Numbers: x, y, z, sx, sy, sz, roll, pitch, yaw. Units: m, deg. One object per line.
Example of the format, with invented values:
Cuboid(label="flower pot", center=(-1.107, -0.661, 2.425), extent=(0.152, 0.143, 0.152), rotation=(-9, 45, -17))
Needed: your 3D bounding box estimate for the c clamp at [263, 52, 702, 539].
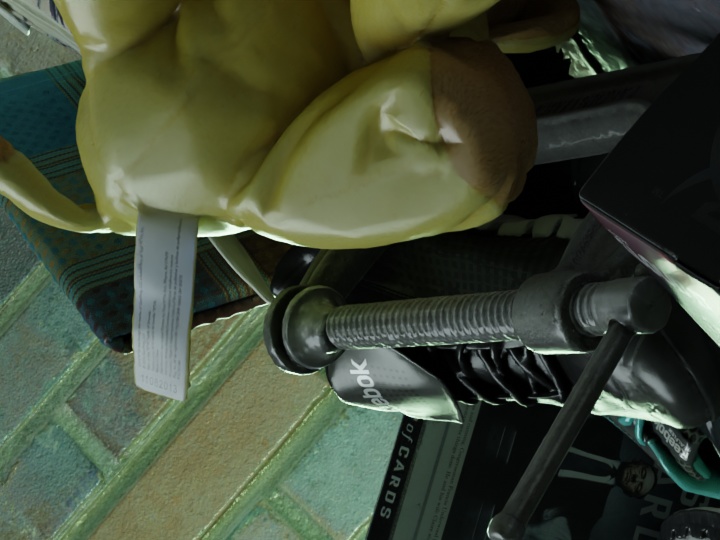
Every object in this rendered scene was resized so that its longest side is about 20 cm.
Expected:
Cuboid(label="c clamp", center=(0.033, -0.004, 0.613), extent=(0.027, 0.171, 0.200), rotation=(47, 159, -21))

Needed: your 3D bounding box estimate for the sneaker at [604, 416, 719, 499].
Cuboid(label="sneaker", center=(0.123, 0.040, 0.843), extent=(0.199, 0.078, 0.091), rotation=(26, -155, 1))

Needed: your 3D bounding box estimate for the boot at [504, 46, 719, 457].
Cuboid(label="boot", center=(0.099, -0.008, 0.782), extent=(0.200, 0.076, 0.168), rotation=(51, 171, -30))

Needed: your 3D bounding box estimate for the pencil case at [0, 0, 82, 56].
Cuboid(label="pencil case", center=(-0.101, -0.117, 0.916), extent=(0.078, 0.089, 0.200), rotation=(52, 170, -36))

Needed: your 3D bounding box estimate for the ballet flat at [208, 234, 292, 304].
Cuboid(label="ballet flat", center=(0.000, 0.000, 0.818), extent=(0.200, 0.062, 0.067), rotation=(39, -170, 9))

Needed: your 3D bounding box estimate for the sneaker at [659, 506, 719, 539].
Cuboid(label="sneaker", center=(0.206, 0.132, 0.903), extent=(0.081, 0.074, 0.199), rotation=(-6, -178, -37))

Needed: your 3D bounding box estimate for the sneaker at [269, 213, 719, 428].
Cuboid(label="sneaker", center=(0.037, 0.020, 0.697), extent=(0.200, 0.090, 0.067), rotation=(31, 157, 52))

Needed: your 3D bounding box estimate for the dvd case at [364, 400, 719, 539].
Cuboid(label="dvd case", center=(0.104, 0.089, 0.966), extent=(0.199, 0.151, 0.025), rotation=(18, 177, -30))

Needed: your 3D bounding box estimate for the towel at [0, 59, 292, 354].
Cuboid(label="towel", center=(-0.080, -0.040, 0.910), extent=(0.200, 0.146, 0.022), rotation=(48, 149, 46))

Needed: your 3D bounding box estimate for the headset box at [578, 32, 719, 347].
Cuboid(label="headset box", center=(0.151, 0.026, 0.485), extent=(0.200, 0.075, 0.149), rotation=(43, 178, -33))

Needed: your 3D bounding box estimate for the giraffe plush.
Cuboid(label="giraffe plush", center=(-0.009, -0.079, 0.649), extent=(0.172, 0.201, 0.162), rotation=(28, -150, 11))
